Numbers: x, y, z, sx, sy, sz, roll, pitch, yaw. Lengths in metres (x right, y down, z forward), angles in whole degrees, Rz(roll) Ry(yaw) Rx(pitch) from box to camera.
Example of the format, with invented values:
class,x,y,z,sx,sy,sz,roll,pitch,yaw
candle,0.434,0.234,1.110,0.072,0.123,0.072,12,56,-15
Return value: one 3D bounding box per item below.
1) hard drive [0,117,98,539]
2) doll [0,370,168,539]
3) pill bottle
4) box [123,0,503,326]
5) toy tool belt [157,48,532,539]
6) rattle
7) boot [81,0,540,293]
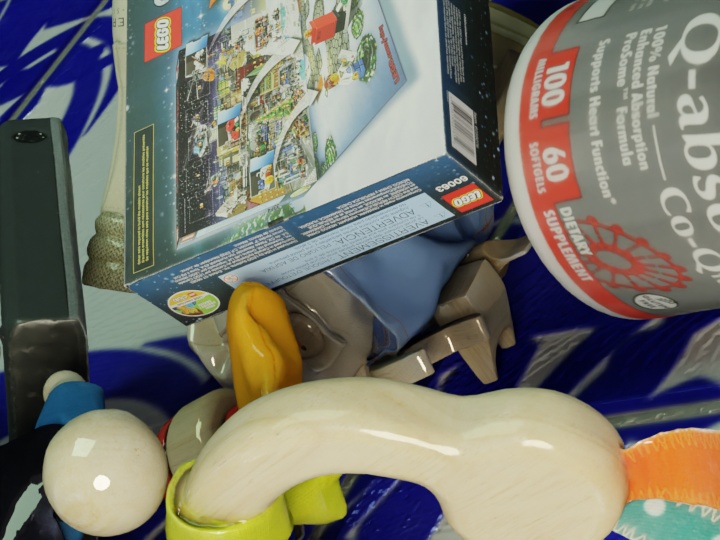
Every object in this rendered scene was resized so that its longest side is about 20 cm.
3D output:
class,x,y,z,sx,sy,sz,roll,pitch,yaw
hard drive,-0.127,0.040,1.119,0.033,0.140,0.200,-3,25,-6
doll,-0.124,0.089,0.932,0.200,0.048,0.137,-35,20,51
pill bottle,0.154,-0.052,0.911,0.200,0.116,0.116,-11,35,45
box,-0.020,-0.094,0.998,0.136,0.038,0.201,-22,54,29
toy tool belt,0.000,0.000,1.028,0.123,0.125,0.200,-30,25,37
rattle,0.045,0.052,0.883,0.200,0.130,0.143,-22,17,25
boot,-0.017,-0.050,1.170,0.072,0.199,0.155,4,87,64
